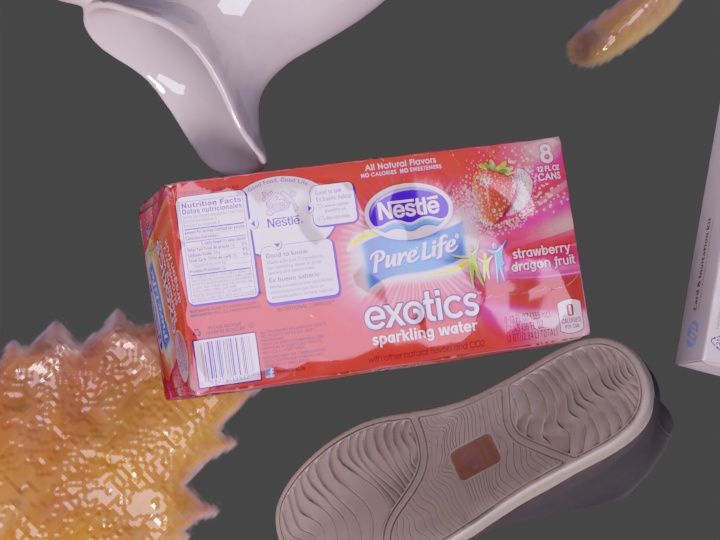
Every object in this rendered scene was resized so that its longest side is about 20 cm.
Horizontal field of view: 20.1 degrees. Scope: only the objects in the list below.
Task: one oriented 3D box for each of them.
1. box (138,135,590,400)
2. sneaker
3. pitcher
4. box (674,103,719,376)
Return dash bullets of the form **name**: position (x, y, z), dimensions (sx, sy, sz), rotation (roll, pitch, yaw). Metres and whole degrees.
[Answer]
- **box**: position (0.000, 0.000, 0.985), dimensions (0.198, 0.095, 0.101), rotation (-8, 87, -15)
- **sneaker**: position (0.062, 0.107, 1.008), dimensions (0.199, 0.106, 0.075), rotation (-23, 65, 12)
- **pitcher**: position (-0.058, -0.173, 0.967), dimensions (0.171, 0.121, 0.201), rotation (40, 71, -13)
- **box**: position (0.277, -0.003, 1.087), dimensions (0.198, 0.041, 0.157), rotation (13, 81, -14)
